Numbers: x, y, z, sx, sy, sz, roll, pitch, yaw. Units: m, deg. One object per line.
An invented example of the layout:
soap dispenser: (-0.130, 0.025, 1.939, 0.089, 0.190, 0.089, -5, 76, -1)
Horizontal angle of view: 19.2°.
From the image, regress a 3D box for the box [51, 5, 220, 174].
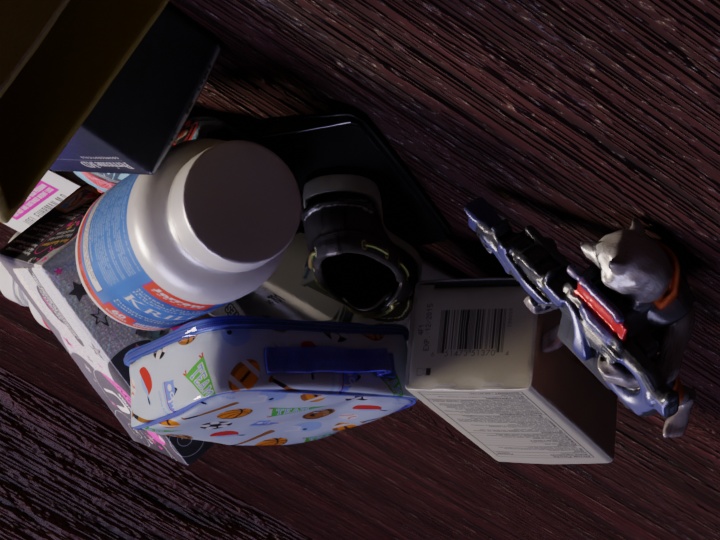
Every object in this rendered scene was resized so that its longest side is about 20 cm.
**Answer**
box: (-0.219, -0.155, 1.396, 0.200, 0.104, 0.148, 35, 164, -30)

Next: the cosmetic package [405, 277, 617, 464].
cosmetic package: (0.118, 0.078, 1.606, 0.103, 0.087, 0.200, -2, 159, 22)

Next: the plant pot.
plant pot: (-0.229, -0.176, 1.169, 0.200, 0.196, 0.194, 32, 167, 4)

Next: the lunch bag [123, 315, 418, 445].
lunch bag: (-0.060, 0.077, 1.562, 0.200, 0.076, 0.160, 2, 162, -35)

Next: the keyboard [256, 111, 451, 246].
keyboard: (-0.023, -0.059, 1.501, 0.127, 0.021, 0.200, -8, 153, 18)

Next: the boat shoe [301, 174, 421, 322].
boat shoe: (0.000, 0.000, 1.531, 0.072, 0.061, 0.201, -7, 155, 12)

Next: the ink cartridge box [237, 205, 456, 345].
ink cartridge box: (-0.025, 0.010, 1.699, 0.200, 0.086, 0.146, 28, 167, -10)

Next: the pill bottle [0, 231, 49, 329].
pill bottle: (-0.260, 0.022, 2.137, 0.200, 0.109, 0.109, 20, 165, 25)

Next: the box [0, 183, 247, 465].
box: (-0.172, 0.037, 1.676, 0.200, 0.115, 0.132, 55, 163, -19)

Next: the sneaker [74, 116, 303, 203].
sneaker: (-0.132, -0.093, 1.568, 0.200, 0.079, 0.096, 19, 157, -3)

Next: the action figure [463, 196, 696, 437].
action figure: (0.164, 0.015, 1.416, 0.200, 0.105, 0.194, 49, 166, 19)

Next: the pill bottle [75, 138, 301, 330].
pill bottle: (-0.115, -0.027, 1.445, 0.112, 0.112, 0.200, 30, 160, -15)

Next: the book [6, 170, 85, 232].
book: (-0.310, -0.090, 1.865, 0.200, 0.048, 0.134, 29, 147, -23)
